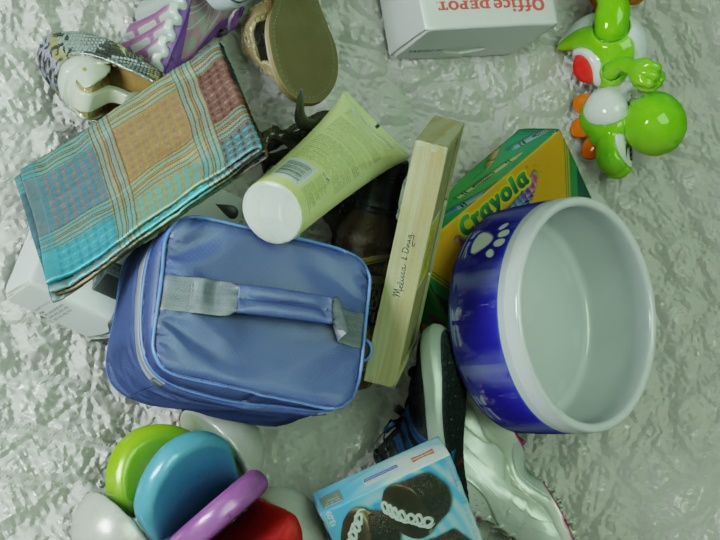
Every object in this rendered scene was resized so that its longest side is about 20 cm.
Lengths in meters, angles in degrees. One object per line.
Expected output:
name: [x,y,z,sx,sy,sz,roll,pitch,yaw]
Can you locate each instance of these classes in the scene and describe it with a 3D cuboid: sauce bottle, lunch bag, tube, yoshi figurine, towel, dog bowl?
sauce bottle: [0.000,0.000,1.512,0.064,0.065,0.201,5,105,-24]
lunch bag: [-0.084,0.043,1.378,0.199,0.132,0.137,11,76,-22]
tube: [-0.025,-0.081,1.403,0.200,0.052,0.058,-46,131,-55]
yoshi figurine: [0.264,-0.189,1.698,0.112,0.112,0.201,5,80,-30]
towel: [-0.171,-0.080,1.360,0.200,0.147,0.022,-34,136,9]
dog bowl: [0.166,0.040,1.530,0.200,0.079,0.201,8,79,-47]

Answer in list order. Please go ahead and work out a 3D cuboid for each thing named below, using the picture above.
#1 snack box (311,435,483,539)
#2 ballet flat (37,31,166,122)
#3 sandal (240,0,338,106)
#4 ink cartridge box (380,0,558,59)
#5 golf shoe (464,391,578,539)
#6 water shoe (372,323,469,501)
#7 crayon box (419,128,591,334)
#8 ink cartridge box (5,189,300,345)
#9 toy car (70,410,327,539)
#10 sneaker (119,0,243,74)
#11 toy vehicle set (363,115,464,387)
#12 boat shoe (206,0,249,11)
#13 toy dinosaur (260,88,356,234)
snack box: [0.047,0.245,1.474,0.116,0.037,0.201,-24,118,-5]
ballet flat: [-0.192,-0.139,1.450,0.200,0.072,0.072,26,66,16]
sandal: [-0.072,-0.211,1.574,0.077,0.070,0.213,22,48,-34]
ink cartridge box: [0.089,-0.306,1.652,0.145,0.084,0.201,-7,81,-26]
golf shoe: [0.122,0.198,1.576,0.091,0.075,0.201,-31,94,-6]
water shoe: [0.045,0.145,1.509,0.071,0.079,0.201,-24,113,-67]
crayon box: [0.121,-0.026,1.603,0.200,0.058,0.119,-40,115,-26]
ink cartridge box: [-0.170,-0.007,1.468,0.199,0.084,0.145,25,70,-17]
toy car: [-0.115,0.206,1.410,0.175,0.150,0.200,-39,96,-26]
sneaker: [-0.144,-0.220,1.536,0.088,0.080,0.201,28,70,-34]
toy vehicle set: [0.045,-0.018,1.450,0.026,0.124,0.201,14,104,6]
boat shoe: [-0.079,-0.304,1.524,0.074,0.067,0.201,46,46,-31]
toy dinosaur: [-0.034,-0.101,1.529,0.102,0.201,0.077,-10,48,-7]
